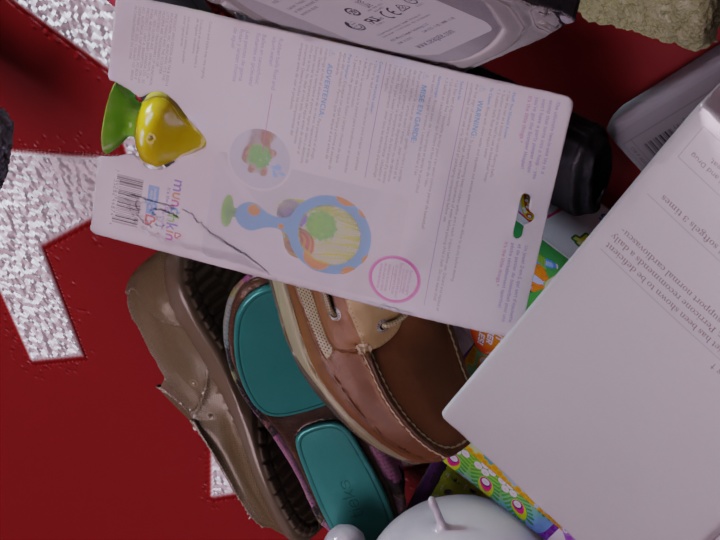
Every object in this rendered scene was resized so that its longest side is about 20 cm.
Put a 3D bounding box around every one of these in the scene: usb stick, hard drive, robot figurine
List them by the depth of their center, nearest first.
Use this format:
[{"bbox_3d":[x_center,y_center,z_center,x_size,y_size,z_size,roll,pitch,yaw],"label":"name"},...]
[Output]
[{"bbox_3d":[-0.027,-0.133,0.797,0.199,0.038,0.140,21,166,-21],"label":"hard drive"},{"bbox_3d":[0.027,-0.084,0.922,0.199,0.033,0.056,29,156,22],"label":"usb stick"},{"bbox_3d":[0.051,0.198,1.092,0.169,0.113,0.201,26,142,13],"label":"robot figurine"}]

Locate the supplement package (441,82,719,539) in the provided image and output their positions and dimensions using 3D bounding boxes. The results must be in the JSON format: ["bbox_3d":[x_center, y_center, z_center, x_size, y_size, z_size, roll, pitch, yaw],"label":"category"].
[{"bbox_3d":[0.145,0.014,0.798,0.117,0.117,0.200,42,132,6],"label":"supplement package"}]

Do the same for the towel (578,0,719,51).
[{"bbox_3d":[0.086,-0.183,0.785,0.148,0.037,0.201,19,138,24],"label":"towel"}]

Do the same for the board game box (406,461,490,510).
[{"bbox_3d":[0.077,0.169,1.158,0.120,0.032,0.200,37,144,10],"label":"board game box"}]

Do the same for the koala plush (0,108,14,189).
[{"bbox_3d":[-0.269,-0.139,1.005,0.200,0.176,0.185,113,145,-59],"label":"koala plush"}]

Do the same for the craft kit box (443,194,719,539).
[{"bbox_3d":[0.109,0.058,0.987,0.197,0.049,0.200,34,143,15],"label":"craft kit box"}]

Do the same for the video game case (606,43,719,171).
[{"bbox_3d":[0.225,-0.036,0.829,0.182,0.023,0.200,47,141,-9],"label":"video game case"}]

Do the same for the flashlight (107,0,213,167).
[{"bbox_3d":[-0.113,-0.136,0.978,0.200,0.068,0.068,56,173,-18],"label":"flashlight"}]

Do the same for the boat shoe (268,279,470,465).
[{"bbox_3d":[0.000,0.000,0.950,0.074,0.076,0.201,-20,105,52],"label":"boat shoe"}]

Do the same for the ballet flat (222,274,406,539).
[{"bbox_3d":[-0.024,0.064,1.100,0.069,0.071,0.201,-15,125,13],"label":"ballet flat"}]

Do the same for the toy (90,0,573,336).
[{"bbox_3d":[-0.014,-0.051,0.885,0.199,0.047,0.116,12,117,3],"label":"toy"}]

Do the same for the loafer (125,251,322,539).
[{"bbox_3d":[-0.070,0.065,1.143,0.067,0.076,0.201,0,120,43],"label":"loafer"}]
